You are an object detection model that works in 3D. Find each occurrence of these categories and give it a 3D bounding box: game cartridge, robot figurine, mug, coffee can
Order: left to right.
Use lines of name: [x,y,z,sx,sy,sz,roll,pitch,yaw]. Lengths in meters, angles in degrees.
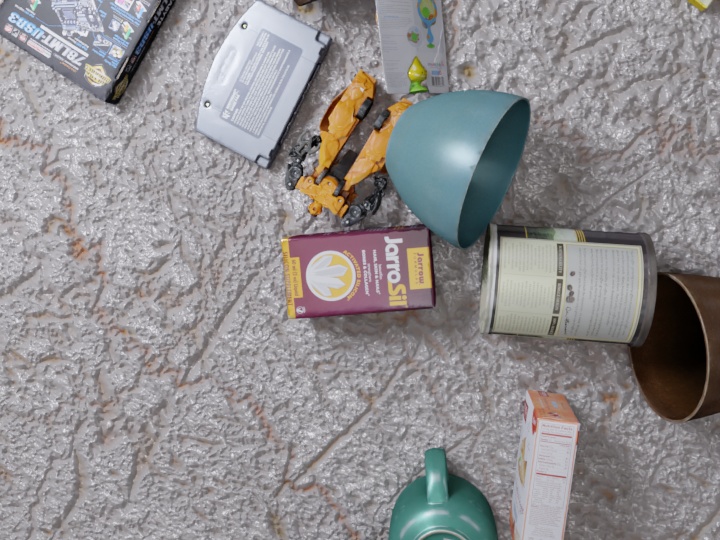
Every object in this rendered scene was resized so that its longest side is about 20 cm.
game cartridge: [-0.141,-0.259,1.033,0.133,0.042,0.200,29,99,7]
robot figurine: [-0.012,-0.159,1.018,0.145,0.058,0.200,34,98,2]
mug: [0.104,0.362,1.034,0.152,0.114,0.185,-38,91,9]
coffee can: [0.259,0.018,0.962,0.199,0.146,0.147,4,97,6]

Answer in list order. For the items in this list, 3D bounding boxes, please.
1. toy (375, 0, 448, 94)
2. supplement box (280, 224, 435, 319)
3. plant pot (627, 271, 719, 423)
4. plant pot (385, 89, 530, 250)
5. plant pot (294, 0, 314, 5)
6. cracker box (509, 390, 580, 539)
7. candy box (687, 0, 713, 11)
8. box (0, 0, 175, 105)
toy: [0.055,-0.330,0.984,0.047,0.115,0.201,-5,95,51]
supplement box: [0.000,0.000,1.020,0.199,0.086,0.111,-5,95,7]
plant pot: [0.475,0.088,0.946,0.199,0.187,0.188,-4,96,-8]
plant pot: [0.111,-0.143,0.949,0.134,0.200,0.201,25,99,20]
plant pot: [-0.073,-0.448,0.938,0.186,0.187,0.201,-21,108,8]
cracker box: [0.242,0.275,1.000,0.057,0.134,0.201,7,96,6]
candy box: [0.394,-0.434,0.959,0.200,0.026,0.102,37,96,1]
box: [-0.382,-0.368,1.040,0.200,0.050,0.199,32,99,2]
